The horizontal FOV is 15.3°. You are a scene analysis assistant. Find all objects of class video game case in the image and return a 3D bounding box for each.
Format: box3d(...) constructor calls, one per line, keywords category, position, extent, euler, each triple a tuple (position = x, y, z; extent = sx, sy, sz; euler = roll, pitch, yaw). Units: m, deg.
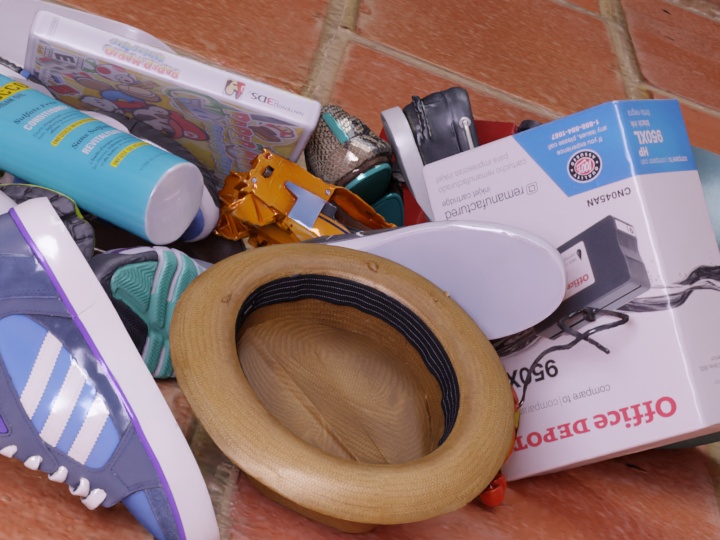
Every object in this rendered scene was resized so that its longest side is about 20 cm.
box3d(category="video game case", position=(-0.127, -0.097, 1.706), extent=(0.182, 0.023, 0.200), euler=(18, -17, -5))

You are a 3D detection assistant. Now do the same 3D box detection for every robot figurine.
box3d(category="robot figurine", position=(0.000, 0.000, 1.697), extent=(0.200, 0.058, 0.145), euler=(35, -14, -9))

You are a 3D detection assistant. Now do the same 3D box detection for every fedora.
box3d(category="fedora", position=(-0.016, 0.074, 1.438), extent=(0.200, 0.082, 0.201), euler=(10, 43, -9))

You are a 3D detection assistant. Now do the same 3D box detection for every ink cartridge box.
box3d(category="ink cartridge box", position=(0.137, 0.012, 1.603), extent=(0.144, 0.200, 0.084), euler=(-18, -6, 33))

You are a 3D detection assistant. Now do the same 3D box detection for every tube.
box3d(category="tube", position=(-0.182, -0.074, 1.566), extent=(0.200, 0.050, 0.077), euler=(25, 34, 29))

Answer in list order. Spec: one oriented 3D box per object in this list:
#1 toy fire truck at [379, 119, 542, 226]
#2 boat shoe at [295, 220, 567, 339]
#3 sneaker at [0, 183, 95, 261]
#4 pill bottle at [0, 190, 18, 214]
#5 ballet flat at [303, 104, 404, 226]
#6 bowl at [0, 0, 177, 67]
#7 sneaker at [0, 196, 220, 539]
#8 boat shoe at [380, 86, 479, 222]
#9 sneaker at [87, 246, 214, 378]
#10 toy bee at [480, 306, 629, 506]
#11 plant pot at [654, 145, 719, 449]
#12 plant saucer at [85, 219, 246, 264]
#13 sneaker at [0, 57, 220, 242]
box3d(category="toy fire truck", position=(0.078, -0.054, 1.871), extent=(0.200, 0.049, 0.141), euler=(6, -24, 34))
box3d(category="boat shoe", position=(0.023, 0.005, 1.530), extent=(0.200, 0.070, 0.066), euler=(-9, 15, 17))
box3d(category="sneaker", position=(-0.247, -0.024, 1.555), extent=(0.200, 0.074, 0.081), euler=(18, -11, 5))
box3d(category="pill bottle", position=(-0.241, -0.012, 1.420), extent=(0.200, 0.110, 0.109), euler=(33, 19, 32))
box3d(category="ballet flat", position=(-0.010, -0.058, 1.782), extent=(0.075, 0.068, 0.200), euler=(56, -9, 19))
box3d(category="bowl", position=(-0.208, -0.129, 1.908), extent=(0.200, 0.075, 0.200), euler=(10, 20, -32))
box3d(category="sneaker", position=(-0.172, 0.078, 1.300), extent=(0.200, 0.146, 0.081), euler=(63, -8, -12))
box3d(category="boat shoe", position=(0.073, -0.028, 1.762), extent=(0.060, 0.200, 0.076), euler=(-22, 35, 0))
box3d(category="sneaker", position=(-0.121, 0.021, 1.574), extent=(0.087, 0.075, 0.200), euler=(18, 1, 34))
box3d(category="toy bee", position=(0.048, 0.084, 1.544), extent=(0.200, 0.109, 0.131), euler=(3, 15, 30))
box3d(category="plant pot", position=(0.179, 0.034, 1.722), extent=(0.200, 0.200, 0.135), euler=(31, 41, 29))
box3d(category="plant saucer", position=(-0.172, -0.032, 1.721), extent=(0.200, 0.032, 0.200), euler=(21, 16, -6))
box3d(category="sneaker", position=(-0.183, -0.061, 1.647), extent=(0.200, 0.076, 0.077), euler=(22, 38, 3))
